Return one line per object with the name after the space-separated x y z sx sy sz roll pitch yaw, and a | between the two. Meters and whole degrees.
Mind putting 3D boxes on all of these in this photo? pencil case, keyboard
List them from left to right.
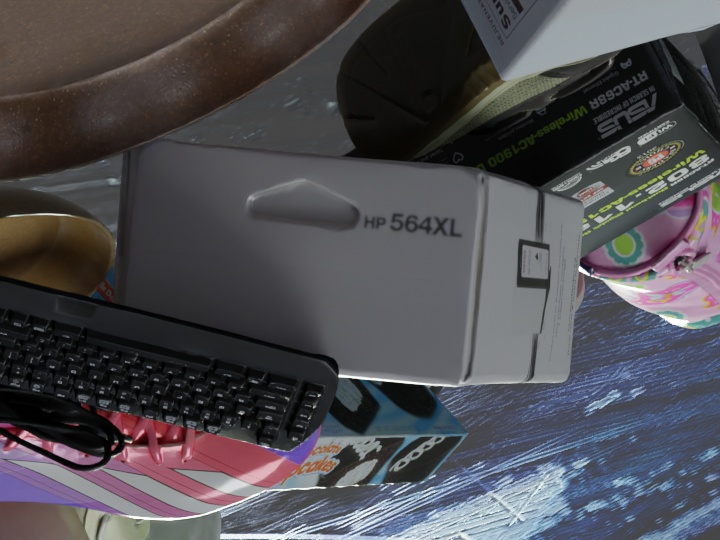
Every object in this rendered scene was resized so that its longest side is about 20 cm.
-0.113 0.043 1.042 0.199 0.040 0.104 14 153 -5 | keyboard
0.157 -0.020 1.455 0.087 0.088 0.200 -29 164 12 | pencil case

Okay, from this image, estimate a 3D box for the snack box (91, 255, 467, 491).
-0.042 0.048 1.300 0.037 0.116 0.200 -50 156 18 | snack box

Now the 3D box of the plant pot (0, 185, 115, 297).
-0.195 0.017 1.140 0.199 0.028 0.200 -23 163 -8 | plant pot

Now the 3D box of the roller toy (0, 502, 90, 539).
-0.205 0.159 1.256 0.139 0.201 0.182 -27 178 -45 | roller toy

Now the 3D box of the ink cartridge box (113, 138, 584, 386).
0.000 0.000 1.133 0.145 0.085 0.200 5 180 16 | ink cartridge box

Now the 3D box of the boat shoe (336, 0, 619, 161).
0.071 -0.104 1.101 0.066 0.072 0.201 -17 168 -46 | boat shoe

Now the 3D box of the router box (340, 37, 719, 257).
0.068 -0.039 1.299 0.199 0.062 0.150 -30 165 13 | router box

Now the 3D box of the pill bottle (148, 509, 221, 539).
-0.169 0.160 1.471 0.111 0.111 0.200 -9 157 -44 | pill bottle

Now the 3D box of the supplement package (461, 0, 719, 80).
0.104 -0.178 0.761 0.151 0.151 0.200 -17 161 -30 | supplement package

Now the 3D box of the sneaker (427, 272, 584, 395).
0.022 0.034 1.452 0.200 0.074 0.089 -36 164 -1 | sneaker

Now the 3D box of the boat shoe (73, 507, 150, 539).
-0.128 0.110 1.328 0.062 0.072 0.201 14 119 -5 | boat shoe

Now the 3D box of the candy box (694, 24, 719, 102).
0.213 -0.078 1.197 0.071 0.169 0.200 -15 163 -8 | candy box

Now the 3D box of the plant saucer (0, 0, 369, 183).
-0.078 -0.094 0.960 0.199 0.035 0.200 -23 163 -7 | plant saucer

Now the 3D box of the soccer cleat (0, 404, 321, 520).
-0.116 0.063 1.155 0.199 0.067 0.077 -1 158 3 | soccer cleat
